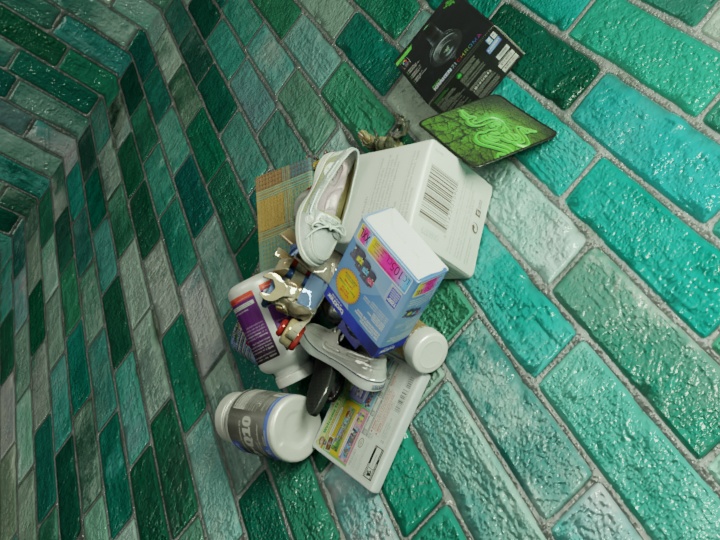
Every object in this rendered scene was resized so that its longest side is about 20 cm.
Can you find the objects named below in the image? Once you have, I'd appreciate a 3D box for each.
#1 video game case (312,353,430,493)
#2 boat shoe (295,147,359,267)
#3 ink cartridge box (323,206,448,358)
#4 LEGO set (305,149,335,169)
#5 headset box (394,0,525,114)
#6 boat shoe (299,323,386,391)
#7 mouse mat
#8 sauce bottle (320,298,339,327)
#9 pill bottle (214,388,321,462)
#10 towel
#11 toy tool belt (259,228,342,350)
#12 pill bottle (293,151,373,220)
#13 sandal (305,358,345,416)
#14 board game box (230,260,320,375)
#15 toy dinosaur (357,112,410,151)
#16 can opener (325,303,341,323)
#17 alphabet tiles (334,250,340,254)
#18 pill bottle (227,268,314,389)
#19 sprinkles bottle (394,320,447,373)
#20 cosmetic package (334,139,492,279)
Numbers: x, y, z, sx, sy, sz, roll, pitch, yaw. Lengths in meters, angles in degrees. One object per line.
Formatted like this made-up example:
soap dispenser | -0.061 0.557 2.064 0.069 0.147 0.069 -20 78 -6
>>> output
video game case | 0.014 0.233 1.320 0.181 0.022 0.203 21 85 53
boat shoe | -0.049 -0.104 1.289 0.064 0.074 0.205 -14 52 50
ink cartridge box | 0.028 0.030 1.199 0.137 0.076 0.202 49 135 24
LEGO set | -0.106 -0.155 1.590 0.154 0.117 0.199 -45 19 -31
headset box | 0.171 -0.386 1.457 0.174 0.092 0.201 -48 37 18
boat shoe | -0.026 0.125 1.335 0.198 0.073 0.067 28 114 37
mouse mat | 0.203 -0.232 1.315 0.159 0.008 0.200 -22 38 -13
sauce bottle | -0.045 0.056 1.466 0.065 0.064 0.201 -46 39 19
pill bottle | -0.170 0.272 1.439 0.198 0.113 0.116 -4 65 49
towel | -0.137 -0.098 1.523 0.145 0.022 0.204 -14 74 32
toy tool belt | -0.121 0.026 1.369 0.202 0.122 0.125 -61 3 -34
pill bottle | -0.021 -0.135 1.456 0.110 0.112 0.200 -10 24 46
sandal | -0.050 0.178 1.388 0.076 0.048 0.202 -52 14 28
board game box | -0.172 0.093 1.596 0.199 0.061 0.203 19 83 54
toy dinosaur | 0.065 -0.251 1.541 0.200 0.047 0.090 41 115 52
can opener | 0.000 0.000 1.404 0.053 0.066 0.203 124 166 -71
alphabet tiles | -0.041 -0.049 1.506 0.200 0.008 0.166 -47 40 -16
pill bottle | -0.155 0.106 1.466 0.112 0.112 0.203 -26 87 37
sprinkles bottle | 0.061 0.093 1.312 0.069 0.068 0.200 -59 37 4
cosmetic package | 0.079 -0.090 1.323 0.198 0.164 0.168 -2 65 48
